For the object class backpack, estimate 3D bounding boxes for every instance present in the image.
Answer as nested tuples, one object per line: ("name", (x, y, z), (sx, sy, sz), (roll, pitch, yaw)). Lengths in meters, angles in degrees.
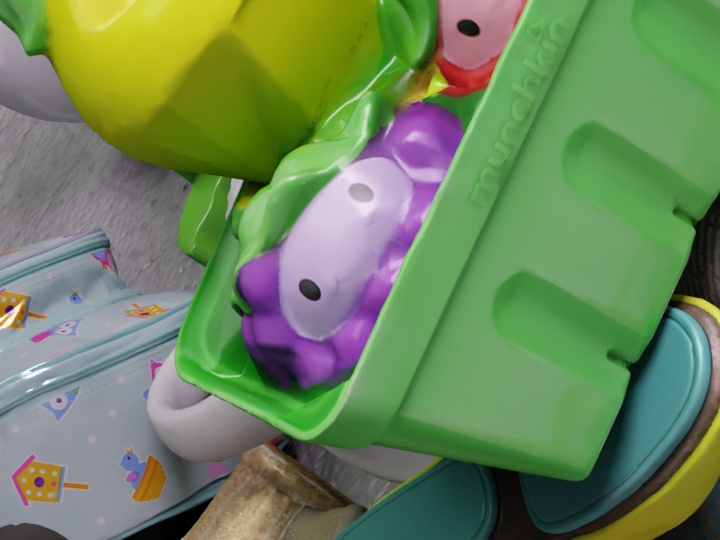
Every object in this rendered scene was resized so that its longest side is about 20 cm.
("backpack", (-0.139, 0.068, 0.992), (0.200, 0.154, 0.176), (-13, 7, 39))

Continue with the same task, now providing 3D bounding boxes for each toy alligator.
("toy alligator", (-0.053, -0.086, 1.009), (0.054, 0.059, 0.200), (-32, 38, 30))

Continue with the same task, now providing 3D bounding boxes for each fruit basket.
("fruit basket", (-0.006, -0.059, 0.646), (0.216, 0.215, 0.155), (-56, 23, -7))

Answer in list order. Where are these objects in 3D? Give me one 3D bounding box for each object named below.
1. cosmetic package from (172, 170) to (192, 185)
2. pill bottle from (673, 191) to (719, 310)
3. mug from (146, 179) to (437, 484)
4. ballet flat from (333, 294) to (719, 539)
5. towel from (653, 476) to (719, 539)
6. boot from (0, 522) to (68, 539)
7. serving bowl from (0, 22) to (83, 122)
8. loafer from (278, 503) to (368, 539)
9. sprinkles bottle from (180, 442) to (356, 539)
("cosmetic package", (-0.036, -0.140, 1.168), (0.200, 0.085, 0.108), (-47, 33, 8))
("pill bottle", (0.139, -0.021, 0.701), (0.111, 0.111, 0.200), (-53, 28, -1))
("mug", (0.000, 0.000, 0.881), (0.200, 0.148, 0.175), (-39, 19, 2))
("ballet flat", (0.063, 0.068, 0.710), (0.200, 0.067, 0.067), (-41, 47, 42))
("towel", (0.066, 0.119, 0.762), (0.200, 0.022, 0.147), (-51, 25, 26))
("boot", (-0.188, 0.197, 0.882), (0.211, 0.079, 0.158), (-50, 5, 42))
("serving bowl", (-0.129, -0.155, 1.230), (0.200, 0.200, 0.066), (-47, 52, 10))
("loafer", (-0.062, 0.163, 0.823), (0.068, 0.076, 0.200), (30, 79, 17))
("sprinkles bottle", (-0.073, 0.163, 0.895), (0.200, 0.068, 0.068), (-54, 28, -3))
